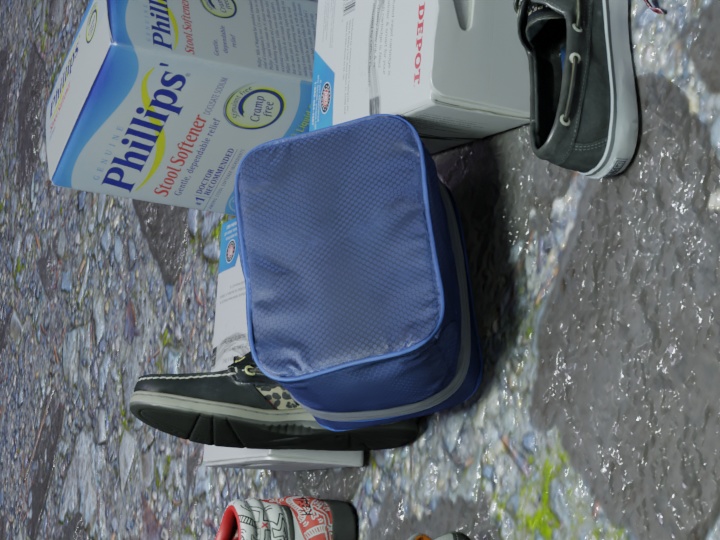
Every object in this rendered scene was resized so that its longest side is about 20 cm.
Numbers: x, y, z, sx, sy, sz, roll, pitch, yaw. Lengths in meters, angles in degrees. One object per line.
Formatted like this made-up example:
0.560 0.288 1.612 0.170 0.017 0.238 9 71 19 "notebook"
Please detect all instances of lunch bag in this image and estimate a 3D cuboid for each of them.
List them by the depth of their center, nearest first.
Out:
0.000 0.000 1.156 0.132 0.135 0.201 56 -154 -61 "lunch bag"

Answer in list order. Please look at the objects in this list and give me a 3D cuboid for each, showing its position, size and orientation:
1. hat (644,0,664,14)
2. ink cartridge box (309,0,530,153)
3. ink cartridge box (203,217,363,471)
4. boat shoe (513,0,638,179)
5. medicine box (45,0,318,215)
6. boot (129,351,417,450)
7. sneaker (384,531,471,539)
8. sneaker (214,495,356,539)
0.157 -0.288 1.073 0.200 0.176 0.166 -46 19 -12 "hat"
0.043 -0.163 1.200 0.200 0.083 0.146 169 108 -64 "ink cartridge box"
-0.056 0.054 1.351 0.145 0.084 0.201 163 114 -64 "ink cartridge box"
0.125 -0.150 1.052 0.069 0.056 0.201 134 137 -53 "boat shoe"
-0.147 -0.149 1.472 0.182 0.199 0.103 124 145 -44 "medicine box"
-0.058 0.047 1.239 0.074 0.203 0.154 104 169 -68 "boot"
0.022 0.221 1.164 0.200 0.074 0.080 -25 51 55 "sneaker"
-0.070 0.268 1.291 0.067 0.108 0.202 -176 93 -65 "sneaker"
